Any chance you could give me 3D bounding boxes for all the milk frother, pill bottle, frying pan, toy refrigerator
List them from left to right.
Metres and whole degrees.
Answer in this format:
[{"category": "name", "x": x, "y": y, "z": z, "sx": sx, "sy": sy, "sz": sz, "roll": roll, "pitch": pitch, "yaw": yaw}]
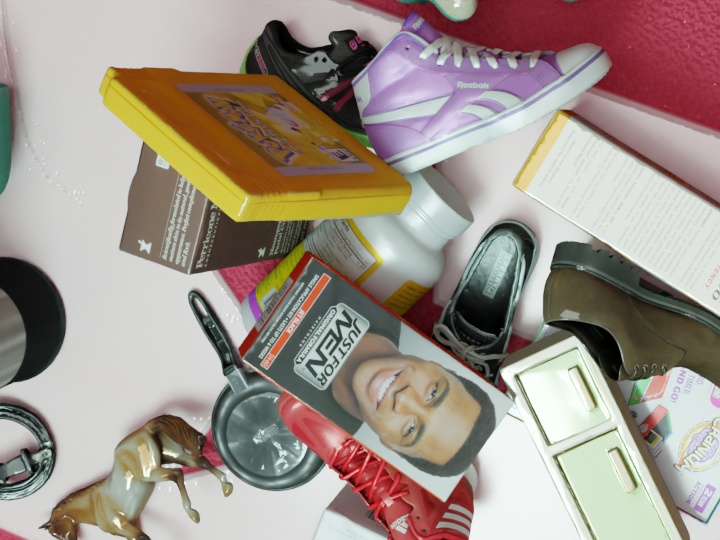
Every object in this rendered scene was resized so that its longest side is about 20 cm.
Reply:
[{"category": "milk frother", "x": -0.343, "y": 0.111, "z": 1.454, "sx": 0.180, "sy": 0.188, "sz": 0.200, "roll": -37, "pitch": 89, "yaw": 17}, {"category": "frying pan", "x": -0.086, "y": 0.106, "z": 1.476, "sx": 0.114, "sy": 0.031, "sz": 0.191, "roll": -8, "pitch": 100, "yaw": 13}, {"category": "pill bottle", "x": 0.000, "y": 0.000, "z": 1.397, "sx": 0.200, "sy": 0.104, "sz": 0.104, "roll": -43, "pitch": 87, "yaw": 16}, {"category": "toy refrigerator", "x": 0.190, "y": 0.149, "z": 1.348, "sx": 0.076, "sy": 0.070, "sz": 0.201, "roll": -25, "pitch": 92, "yaw": 13}]

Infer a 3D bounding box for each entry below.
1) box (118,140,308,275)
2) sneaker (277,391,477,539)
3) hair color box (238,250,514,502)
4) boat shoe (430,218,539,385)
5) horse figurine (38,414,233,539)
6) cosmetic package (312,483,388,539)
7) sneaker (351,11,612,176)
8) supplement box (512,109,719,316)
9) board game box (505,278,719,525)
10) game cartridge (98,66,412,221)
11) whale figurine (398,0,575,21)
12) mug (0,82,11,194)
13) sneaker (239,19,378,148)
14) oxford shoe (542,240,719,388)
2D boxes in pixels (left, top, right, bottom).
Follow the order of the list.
[{"category": "box", "x": -0.108, "y": -0.061, "z": 1.359, "sx": 0.075, "sy": 0.200, "sz": 0.101, "roll": 20, "pitch": 104, "yaw": 23}, {"category": "sneaker", "x": 0.019, "y": 0.170, "z": 1.377, "sx": 0.199, "sy": 0.116, "sz": 0.078, "roll": 28, "pitch": 121, "yaw": -19}, {"category": "hair color box", "x": 0.012, "y": 0.083, "z": 1.326, "sx": 0.200, "sy": 0.061, "sz": 0.102, "roll": 35, "pitch": 90, "yaw": -9}, {"category": "boat shoe", "x": 0.096, "y": 0.055, "z": 1.400, "sx": 0.073, "sy": 0.068, "sz": 0.200, "roll": 28, "pitch": 104, "yaw": 8}, {"category": "horse figurine", "x": -0.194, "y": 0.200, "z": 1.498, "sx": 0.132, "sy": 0.050, "sz": 0.200, "roll": 42, "pitch": 115, "yaw": 22}, {"category": "cosmetic package", "x": -0.008, "y": 0.306, "z": 1.461, "sx": 0.112, "sy": 0.081, "sz": 0.201, "roll": 25, "pitch": 105, "yaw": 9}, {"category": "sneaker", "x": 0.087, "y": -0.158, "z": 1.294, "sx": 0.200, "sy": 0.073, "sz": 0.115, "roll": -22, "pitch": 99, "yaw": 15}, {"category": "supplement box", "x": 0.226, "y": -0.046, "z": 1.322, "sx": 0.199, "sy": 0.126, "sz": 0.074, "roll": 33, "pitch": 100, "yaw": 8}, {"category": "board game box", "x": 0.236, "y": 0.096, "z": 1.388, "sx": 0.199, "sy": 0.040, "sz": 0.154, "roll": 29, "pitch": 104, "yaw": 7}, {"category": "game cartridge", "x": -0.079, "y": -0.098, "z": 1.264, "sx": 0.176, "sy": 0.200, "sz": 0.033, "roll": 40, "pitch": 114, "yaw": 27}, {"category": "whale figurine", "x": 0.086, "y": -0.265, "z": 1.346, "sx": 0.199, "sy": 0.104, "sz": 0.160, "roll": 12, "pitch": 69, "yaw": -10}, {"category": "mug", "x": -0.385, "y": -0.106, "z": 1.461, "sx": 0.151, "sy": 0.185, "sz": 0.115, "roll": -3, "pitch": 101, "yaw": -20}, {"category": "sneaker", "x": -0.006, "y": -0.154, "z": 1.388, "sx": 0.199, "sy": 0.077, "sz": 0.084, "roll": 20, "pitch": 107, "yaw": 9}, {"category": "oxford shoe", "x": 0.223, "y": 0.058, "z": 1.301, "sx": 0.199, "sy": 0.073, "sz": 0.085, "roll": 26, "pitch": 71, "yaw": -14}]
